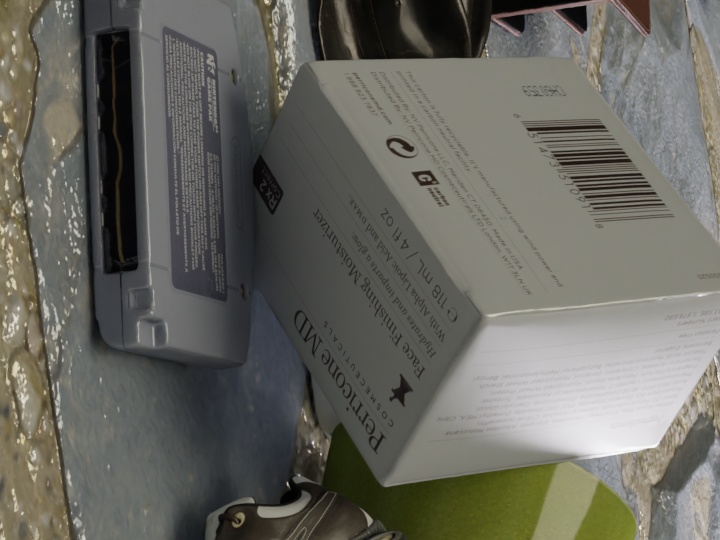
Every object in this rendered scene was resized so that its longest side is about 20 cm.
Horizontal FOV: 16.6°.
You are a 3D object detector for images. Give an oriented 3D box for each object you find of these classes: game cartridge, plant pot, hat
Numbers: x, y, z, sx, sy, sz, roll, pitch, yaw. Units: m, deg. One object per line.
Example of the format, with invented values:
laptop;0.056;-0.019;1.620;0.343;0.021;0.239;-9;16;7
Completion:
game cartridge;-0.097;-0.051;1.289;0.133;0.041;0.201;17;68;-63
plant pot;0.040;0.211;1.399;0.187;0.186;0.201;52;52;-52
hat;0.040;-0.172;1.601;0.200;0.080;0.202;-6;90;-69

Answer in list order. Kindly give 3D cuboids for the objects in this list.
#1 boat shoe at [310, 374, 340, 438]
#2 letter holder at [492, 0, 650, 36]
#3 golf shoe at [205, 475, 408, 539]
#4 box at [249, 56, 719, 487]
boat shoe;0.000;0.000;1.473;0.071;0.063;0.201;-24;105;-67
letter holder;0.159;-0.283;1.907;0.142;0.100;0.201;21;64;-68
golf shoe;-0.064;0.174;1.272;0.200;0.094;0.078;-29;154;-46
box;0.067;-0.005;1.345;0.199;0.131;0.199;-5;46;-37
